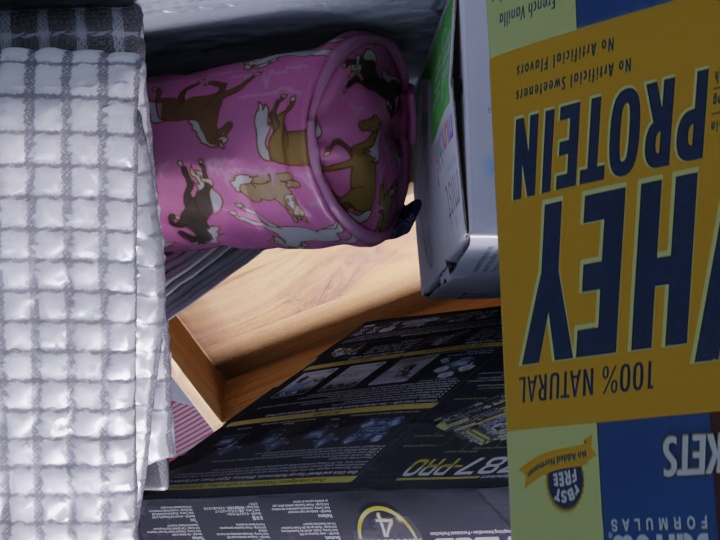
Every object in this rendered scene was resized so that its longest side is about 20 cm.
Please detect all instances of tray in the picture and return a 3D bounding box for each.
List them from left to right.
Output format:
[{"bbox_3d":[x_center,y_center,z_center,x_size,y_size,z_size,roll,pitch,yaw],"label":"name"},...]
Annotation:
[{"bbox_3d":[0.000,0.000,1.080,0.200,0.037,0.099,-20,129,19],"label":"tray"}]

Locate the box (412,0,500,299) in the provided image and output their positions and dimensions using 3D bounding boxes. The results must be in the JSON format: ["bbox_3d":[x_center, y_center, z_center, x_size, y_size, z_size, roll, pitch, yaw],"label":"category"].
[{"bbox_3d":[0.112,-0.043,0.891,0.176,0.097,0.200,-1,174,-2],"label":"box"}]

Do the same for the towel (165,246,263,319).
[{"bbox_3d":[-0.109,-0.006,1.047,0.147,0.024,0.200,-36,-161,-16],"label":"towel"}]

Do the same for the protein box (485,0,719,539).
[{"bbox_3d":[0.153,-0.015,0.680,0.198,0.201,0.135,2,172,-34],"label":"protein box"}]

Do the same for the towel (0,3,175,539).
[{"bbox_3d":[-0.150,0.006,0.852,0.165,0.200,0.086,-2,-151,-6],"label":"towel"}]

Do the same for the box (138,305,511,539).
[{"bbox_3d":[0.033,0.063,0.905,0.200,0.049,0.161,-7,-162,43],"label":"box"}]

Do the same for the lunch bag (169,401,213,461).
[{"bbox_3d":[-0.111,0.048,1.342,0.200,0.177,0.082,18,172,19],"label":"lunch bag"}]

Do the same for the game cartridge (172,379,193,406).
[{"bbox_3d":[-0.044,0.011,1.208,0.200,0.133,0.041,-7,-157,42],"label":"game cartridge"}]

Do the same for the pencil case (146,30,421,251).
[{"bbox_3d":[-0.074,-0.041,0.930,0.200,0.083,0.087,-6,144,31],"label":"pencil case"}]
